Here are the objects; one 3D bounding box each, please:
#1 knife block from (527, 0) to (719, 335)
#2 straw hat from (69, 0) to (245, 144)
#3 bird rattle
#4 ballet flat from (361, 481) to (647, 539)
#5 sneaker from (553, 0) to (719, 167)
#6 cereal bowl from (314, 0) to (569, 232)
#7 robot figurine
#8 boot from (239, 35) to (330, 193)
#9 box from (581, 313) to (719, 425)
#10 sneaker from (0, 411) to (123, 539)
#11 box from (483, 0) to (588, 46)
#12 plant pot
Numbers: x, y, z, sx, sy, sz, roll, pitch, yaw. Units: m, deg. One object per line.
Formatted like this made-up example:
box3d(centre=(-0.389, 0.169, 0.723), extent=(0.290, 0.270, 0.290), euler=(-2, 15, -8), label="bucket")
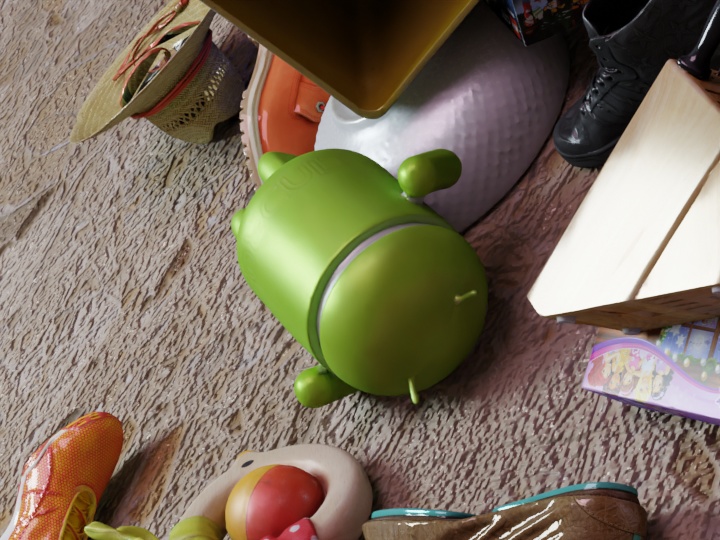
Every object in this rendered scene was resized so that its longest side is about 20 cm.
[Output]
box3d(centre=(0.174, -0.066, 1.182), extent=(0.200, 0.064, 0.176), euler=(-14, 69, 53), label="knife block")
box3d(centre=(-0.138, -0.146, 1.847), extent=(0.201, 0.085, 0.201), euler=(-42, 18, 17), label="straw hat")
box3d(centre=(-0.061, 0.159, 1.396), extent=(0.200, 0.113, 0.163), euler=(-12, 31, 44), label="bird rattle")
box3d(centre=(0.072, 0.160, 1.256), extent=(0.200, 0.068, 0.072), euler=(-12, 67, 43), label="ballet flat")
box3d(centre=(0.164, -0.133, 1.387), extent=(0.200, 0.104, 0.060), euler=(-24, 39, 45), label="sneaker")
box3d(centre=(0.040, -0.113, 1.569), extent=(0.200, 0.083, 0.200), euler=(-35, 32, 26), label="cereal bowl")
box3d(centre=(0.000, 0.000, 1.443), extent=(0.200, 0.116, 0.176), euler=(43, 111, 46), label="robot figurine")
box3d(centre=(-0.027, -0.123, 1.677), extent=(0.107, 0.075, 0.200), euler=(-3, 69, 17), label="boot")
box3d(centre=(0.207, 0.015, 1.207), extent=(0.200, 0.039, 0.137), euler=(9, 81, 57), label="box")
box3d(centre=(-0.214, 0.191, 1.614), extent=(0.077, 0.073, 0.200), euler=(21, 78, 37), label="sneaker")
box3d(centre=(0.134, -0.224, 1.550), extent=(0.136, 0.038, 0.200), euler=(-22, 31, -5), label="box")
box3d(centre=(-0.010, -0.256, 1.514), extent=(0.200, 0.200, 0.176), euler=(-49, 18, 20), label="plant pot")
